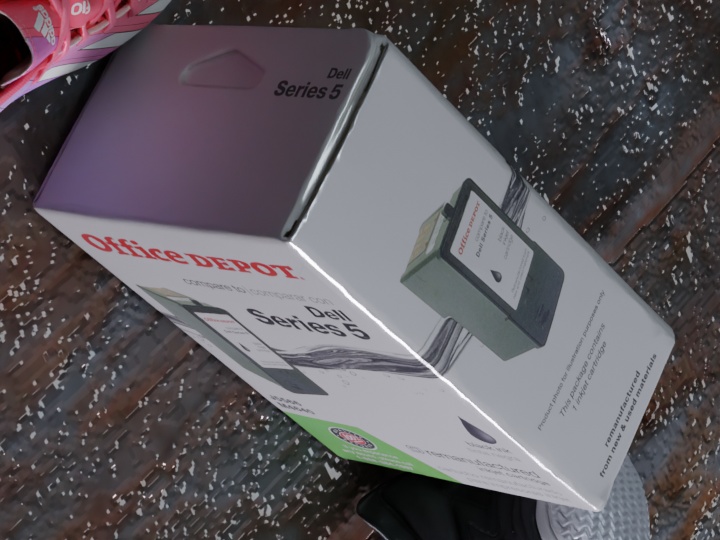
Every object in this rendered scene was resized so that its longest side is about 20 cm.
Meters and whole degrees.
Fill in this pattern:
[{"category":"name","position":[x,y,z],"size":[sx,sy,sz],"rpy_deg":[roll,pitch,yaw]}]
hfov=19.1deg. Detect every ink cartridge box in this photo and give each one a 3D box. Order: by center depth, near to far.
[{"category":"ink cartridge box","position":[0.000,0.000,0.796],"size":[0.200,0.145,0.084],"rpy_deg":[42,67,-39]}]

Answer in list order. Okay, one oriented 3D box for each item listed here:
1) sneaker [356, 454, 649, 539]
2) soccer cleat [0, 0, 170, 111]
[{"category":"sneaker","position":[0.055,0.068,0.911],"size":[0.075,0.114,0.200],"rpy_deg":[42,29,-32]},{"category":"soccer cleat","position":[-0.110,-0.089,0.725],"size":[0.200,0.076,0.067],"rpy_deg":[-36,118,-37]}]
